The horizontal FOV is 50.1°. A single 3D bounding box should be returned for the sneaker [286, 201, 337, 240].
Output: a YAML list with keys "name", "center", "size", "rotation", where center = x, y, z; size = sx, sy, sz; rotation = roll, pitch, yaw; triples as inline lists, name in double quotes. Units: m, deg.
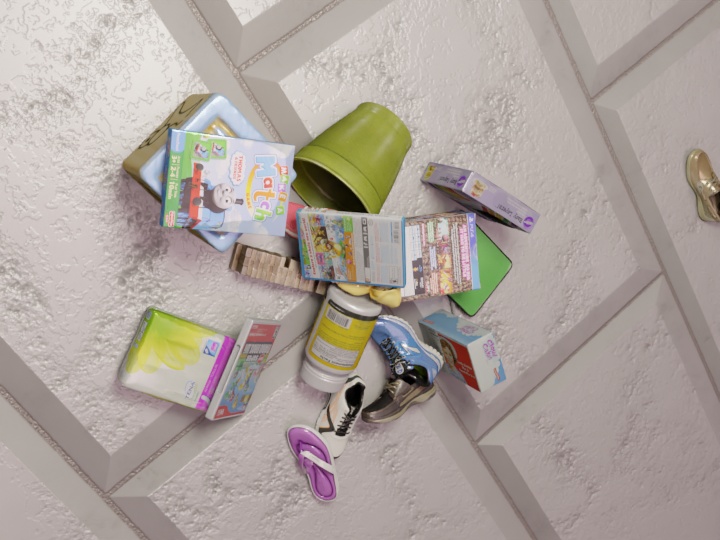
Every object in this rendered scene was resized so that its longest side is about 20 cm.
- name: "sneaker"
  center: [-0.071, -0.093, 1.456]
  size: [0.074, 0.200, 0.087]
  rotation: [-55, 166, -39]

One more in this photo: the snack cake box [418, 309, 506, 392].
- name: "snack cake box"
  center: [0.211, 0.165, 1.620]
  size: [0.067, 0.200, 0.115]
  rotation: [-24, 111, -19]

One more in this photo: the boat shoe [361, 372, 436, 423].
- name: "boat shoe"
  center: [0.076, 0.262, 1.644]
  size: [0.200, 0.074, 0.074]
  rotation: [-22, 105, -39]

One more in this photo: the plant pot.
- name: "plant pot"
  center: [-0.007, -0.208, 1.457]
  size: [0.200, 0.200, 0.193]
  rotation: [46, 69, -26]

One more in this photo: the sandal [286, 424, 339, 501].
- name: "sandal"
  center: [-0.093, 0.405, 1.597]
  size: [0.082, 0.050, 0.203]
  rotation: [-16, 113, 18]

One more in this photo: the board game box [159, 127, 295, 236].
- name: "board game box"
  center: [-0.210, -0.137, 1.226]
  size: [0.199, 0.037, 0.152]
  rotation: [3, 100, -26]

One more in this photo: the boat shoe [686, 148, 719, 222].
- name: "boat shoe"
  center: [0.870, -0.210, 1.922]
  size: [0.072, 0.065, 0.200]
  rotation: [-30, 112, -17]

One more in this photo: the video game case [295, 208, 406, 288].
- name: "video game case"
  center: [-0.016, -0.040, 1.409]
  size: [0.199, 0.018, 0.144]
  rotation: [5, 122, 14]

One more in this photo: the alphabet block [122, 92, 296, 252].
- name: "alphabet block"
  center: [-0.264, -0.173, 1.325]
  size: [0.195, 0.200, 0.196]
  rotation: [-46, 115, -9]

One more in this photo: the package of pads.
- name: "package of pads"
  center: [-0.334, 0.171, 1.442]
  size: [0.200, 0.068, 0.155]
  rotation: [25, 89, -27]

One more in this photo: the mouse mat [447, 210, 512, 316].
- name: "mouse mat"
  center: [0.232, -0.013, 1.686]
  size: [0.200, 0.008, 0.161]
  rotation: [43, 82, -25]

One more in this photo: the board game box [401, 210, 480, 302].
- name: "board game box"
  center: [0.132, -0.031, 1.582]
  size: [0.199, 0.097, 0.160]
  rotation: [-8, 100, -18]

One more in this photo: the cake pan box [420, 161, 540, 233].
- name: "cake pan box"
  center: [0.245, -0.150, 1.578]
  size: [0.200, 0.184, 0.052]
  rotation: [27, 93, -28]

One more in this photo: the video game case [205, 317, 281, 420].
- name: "video game case"
  center: [-0.220, 0.186, 1.473]
  size: [0.017, 0.143, 0.201]
  rotation: [24, 91, 17]

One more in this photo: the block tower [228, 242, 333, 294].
- name: "block tower"
  center: [-0.149, -0.002, 1.497]
  size: [0.199, 0.058, 0.054]
  rotation: [14, 95, -26]

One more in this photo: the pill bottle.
- name: "pill bottle"
  center: [-0.043, 0.133, 1.525]
  size: [0.114, 0.114, 0.200]
  rotation: [12, 113, -27]

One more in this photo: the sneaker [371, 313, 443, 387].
- name: "sneaker"
  center: [0.086, 0.169, 1.603]
  size: [0.200, 0.079, 0.089]
  rotation: [38, 45, -12]

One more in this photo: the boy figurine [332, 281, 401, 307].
- name: "boy figurine"
  center: [0.000, 0.000, 1.491]
  size: [0.124, 0.200, 0.065]
  rotation: [-29, 151, -29]

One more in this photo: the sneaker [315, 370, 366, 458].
- name: "sneaker"
  center: [-0.040, 0.302, 1.602]
  size: [0.074, 0.080, 0.201]
  rotation: [7, 100, -28]

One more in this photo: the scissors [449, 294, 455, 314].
- name: "scissors"
  center: [0.198, -0.002, 1.682]
  size: [0.073, 0.014, 0.200]
  rotation: [-31, 111, -18]
